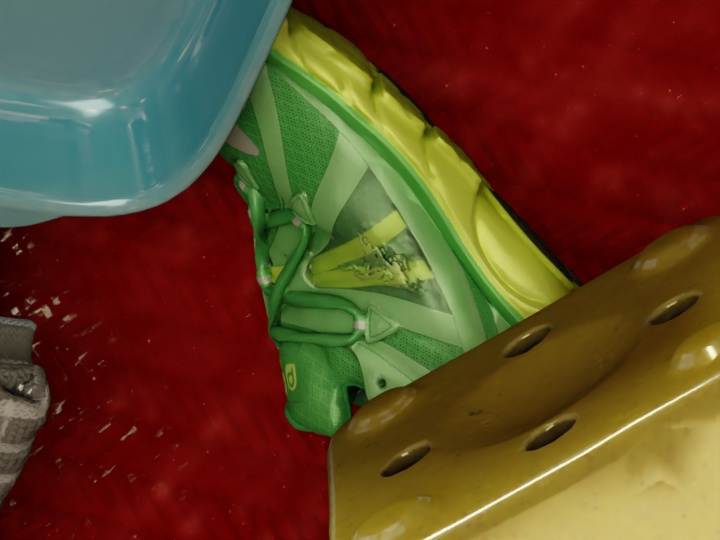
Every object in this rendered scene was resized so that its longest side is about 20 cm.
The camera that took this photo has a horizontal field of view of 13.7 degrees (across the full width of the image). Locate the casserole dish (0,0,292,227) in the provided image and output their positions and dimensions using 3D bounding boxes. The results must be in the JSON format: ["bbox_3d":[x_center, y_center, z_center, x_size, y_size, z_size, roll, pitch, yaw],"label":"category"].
[{"bbox_3d":[-0.076,-0.083,0.718,0.120,0.200,0.039,10,52,-15],"label":"casserole dish"}]

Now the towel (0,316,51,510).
[{"bbox_3d":[-0.186,0.067,0.755,0.199,0.086,0.166,5,115,-31],"label":"towel"}]

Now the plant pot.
[{"bbox_3d":[0.089,0.106,0.712,0.194,0.196,0.201,-29,103,7],"label":"plant pot"}]

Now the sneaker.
[{"bbox_3d":[0.000,0.000,0.798,0.084,0.074,0.200,-42,88,3],"label":"sneaker"}]
